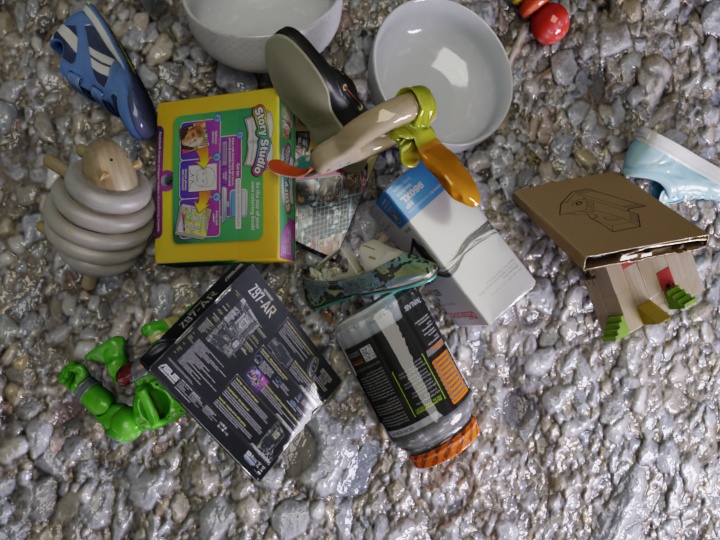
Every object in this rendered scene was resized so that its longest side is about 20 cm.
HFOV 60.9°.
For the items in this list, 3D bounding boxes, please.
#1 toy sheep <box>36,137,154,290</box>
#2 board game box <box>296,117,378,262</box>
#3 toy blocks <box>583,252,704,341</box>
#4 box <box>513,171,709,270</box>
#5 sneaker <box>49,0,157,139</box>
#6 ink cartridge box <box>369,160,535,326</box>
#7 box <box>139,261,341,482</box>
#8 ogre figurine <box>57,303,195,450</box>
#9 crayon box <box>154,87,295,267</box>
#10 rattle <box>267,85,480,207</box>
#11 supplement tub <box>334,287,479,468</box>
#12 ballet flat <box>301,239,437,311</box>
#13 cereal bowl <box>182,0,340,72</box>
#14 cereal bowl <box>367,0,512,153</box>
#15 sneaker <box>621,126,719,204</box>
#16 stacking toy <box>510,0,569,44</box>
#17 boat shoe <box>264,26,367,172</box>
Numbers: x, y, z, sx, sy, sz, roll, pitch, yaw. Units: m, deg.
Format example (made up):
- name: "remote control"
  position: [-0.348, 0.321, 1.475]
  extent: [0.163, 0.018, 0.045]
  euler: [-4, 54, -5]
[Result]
- name: "toy sheep"
  position: [-0.313, -0.063, 0.732]
  extent: [0.135, 0.139, 0.203]
  euler: [20, 124, -4]
- name: "board game box"
  position: [-0.055, -0.132, 0.816]
  extent: [0.133, 0.035, 0.204]
  euler: [24, 82, -4]
- name: "toy blocks"
  position: [0.371, -0.010, 0.822]
  extent: [0.196, 0.100, 0.140]
  euler: [-22, 91, -22]
- name: "box"
  position: [0.309, -0.070, 0.785]
  extent: [0.159, 0.201, 0.022]
  euler: [-10, 122, -7]
- name: "sneaker"
  position: [-0.321, -0.237, 0.769]
  extent: [0.081, 0.074, 0.202]
  euler: [-30, 73, -6]
- name: "ink cartridge box"
  position: [0.109, -0.032, 0.771]
  extent: [0.084, 0.145, 0.201]
  euler: [-38, 90, -8]
- name: "box"
  position: [-0.132, 0.119, 0.720]
  extent: [0.161, 0.043, 0.202]
  euler: [-48, 119, -22]
- name: "ogre figurine"
  position: [-0.254, 0.131, 0.737]
  extent: [0.196, 0.098, 0.122]
  euler: [-19, 77, -22]
- name: "crayon box"
  position: [-0.167, -0.110, 0.760]
  extent: [0.168, 0.058, 0.206]
  euler: [-2, 85, 15]
- name: "rattle"
  position: [0.012, -0.102, 0.679]
  extent: [0.197, 0.131, 0.145]
  euler: [-28, 106, 10]
- name: "supplement tub"
  position: [0.061, 0.130, 0.762]
  extent: [0.120, 0.123, 0.204]
  euler: [-28, 88, -9]
- name: "ballet flat"
  position: [0.000, 0.000, 0.742]
  extent: [0.196, 0.074, 0.076]
  euler: [-16, 85, 35]
- name: "cereal bowl"
  position: [-0.118, -0.318, 0.775]
  extent: [0.194, 0.084, 0.204]
  euler: [0, 54, 0]
- name: "cereal bowl"
  position: [0.097, -0.246, 0.813]
  extent: [0.194, 0.083, 0.206]
  euler: [3, 78, -15]
- name: "sneaker"
  position: [0.455, -0.126, 0.872]
  extent: [0.196, 0.074, 0.083]
  euler: [26, 112, -9]
- name: "stacking toy"
  position: [0.228, -0.411, 0.857]
  extent: [0.085, 0.085, 0.202]
  euler: [-35, 93, -9]
- name: "boat shoe"
  position: [-0.043, -0.207, 0.729]
  extent: [0.202, 0.072, 0.064]
  euler: [49, 56, -43]
